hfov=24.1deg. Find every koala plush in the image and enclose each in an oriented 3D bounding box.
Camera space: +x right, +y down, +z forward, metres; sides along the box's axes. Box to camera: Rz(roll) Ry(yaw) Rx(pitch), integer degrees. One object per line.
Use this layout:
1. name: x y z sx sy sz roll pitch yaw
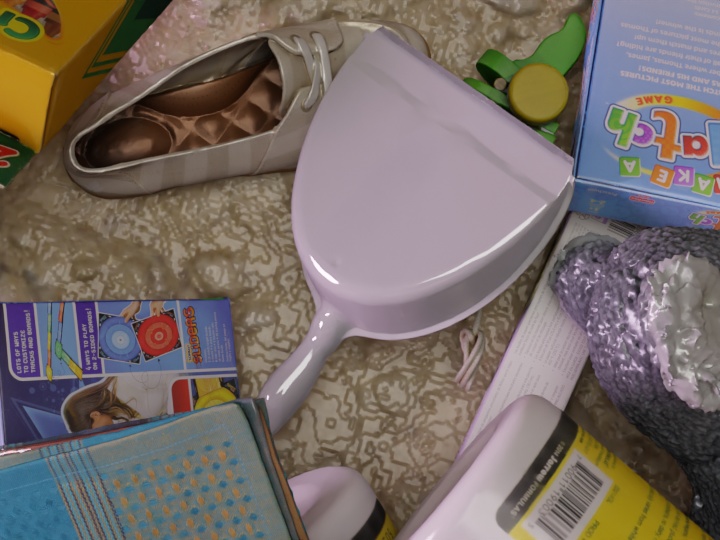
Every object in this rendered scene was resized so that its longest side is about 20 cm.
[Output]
1. koala plush: 0.179 0.057 0.767 0.200 0.177 0.184 41 91 -15

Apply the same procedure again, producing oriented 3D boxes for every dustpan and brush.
1. dustpan and brush: 0.000 0.000 0.820 0.139 0.057 0.200 38 87 25

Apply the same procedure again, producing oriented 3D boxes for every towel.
1. towel: -0.078 0.155 0.717 0.146 0.022 0.201 -13 107 18

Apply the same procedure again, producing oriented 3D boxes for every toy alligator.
1. toy alligator: 0.061 -0.042 0.852 0.054 0.059 0.201 19 83 3

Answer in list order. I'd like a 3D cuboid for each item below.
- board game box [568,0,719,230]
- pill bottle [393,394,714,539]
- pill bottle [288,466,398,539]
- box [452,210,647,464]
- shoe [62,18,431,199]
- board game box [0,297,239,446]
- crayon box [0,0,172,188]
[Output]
1. board game box: 0.189 -0.109 0.842 0.151 0.037 0.201 12 64 0
2. pill bottle: 0.112 0.155 0.708 0.200 0.112 0.113 41 85 2
3. pill bottle: 0.002 0.202 0.785 0.111 0.111 0.200 -32 100 -4
4. box: 0.093 0.044 0.851 0.041 0.039 0.201 24 84 4
5. shoe: -0.057 -0.082 0.860 0.199 0.053 0.070 -19 83 -2
6. board game box: -0.116 0.114 0.807 0.135 0.034 0.201 1 79 -39
7. crayon box: -0.174 -0.132 0.807 0.127 0.051 0.200 24 41 2
